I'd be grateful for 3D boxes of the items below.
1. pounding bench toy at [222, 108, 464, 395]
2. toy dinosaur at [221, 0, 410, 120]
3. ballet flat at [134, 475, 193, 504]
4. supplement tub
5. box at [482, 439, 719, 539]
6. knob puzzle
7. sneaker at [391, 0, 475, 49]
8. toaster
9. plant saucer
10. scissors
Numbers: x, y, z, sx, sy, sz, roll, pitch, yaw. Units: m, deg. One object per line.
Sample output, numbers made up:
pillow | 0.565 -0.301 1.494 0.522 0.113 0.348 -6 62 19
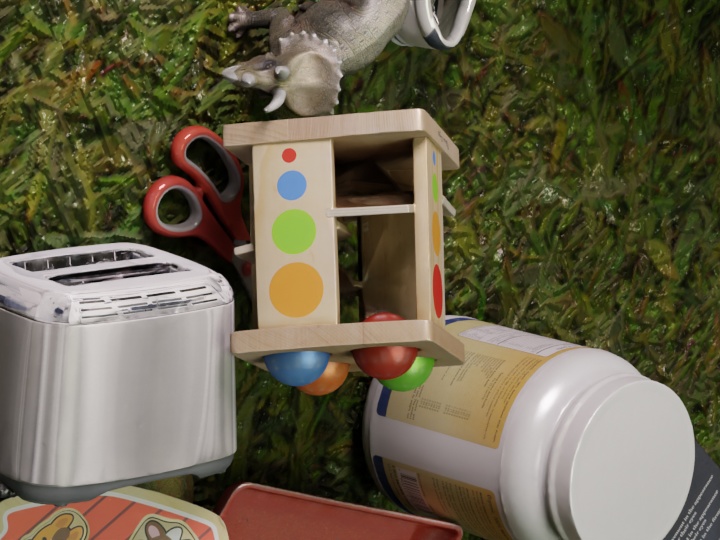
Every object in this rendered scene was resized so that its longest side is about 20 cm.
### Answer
pounding bench toy | 0.000 0.000 1.684 0.200 0.124 0.157 35 52 -76
toy dinosaur | -0.013 -0.152 1.672 0.200 0.102 0.077 -40 131 -25
ballet flat | -0.159 0.207 1.708 0.200 0.071 0.071 -47 134 -20
supplement tub | 0.113 0.116 1.829 0.144 0.200 0.145 -11 107 -40
box | 0.177 0.171 1.999 0.148 0.104 0.200 -55 135 -12
knob puzzle | -0.158 0.218 1.658 0.219 0.030 0.221 2 83 -17
sneaker | 0.065 -0.237 1.735 0.073 0.071 0.201 -1 108 -44
toaster | -0.161 0.059 1.611 0.199 0.113 0.130 -8 108 -42
plant saucer | -0.056 0.227 1.797 0.199 0.037 0.200 16 112 -38
scissors | -0.073 -0.015 1.734 0.073 0.014 0.200 -56 135 -14
